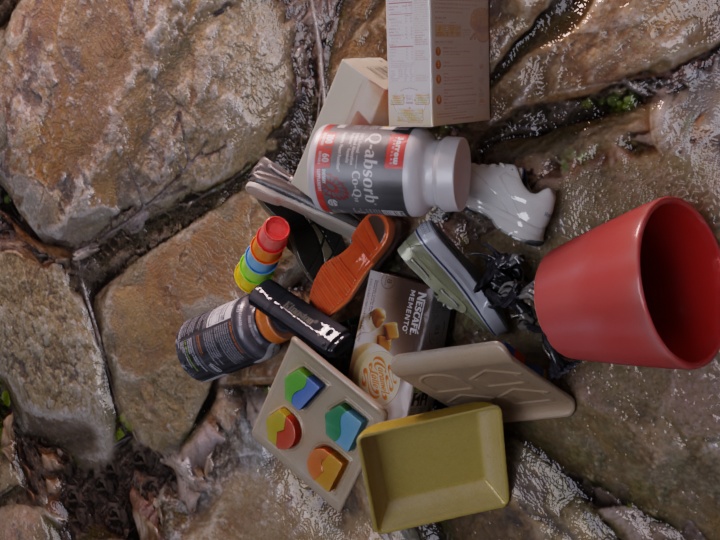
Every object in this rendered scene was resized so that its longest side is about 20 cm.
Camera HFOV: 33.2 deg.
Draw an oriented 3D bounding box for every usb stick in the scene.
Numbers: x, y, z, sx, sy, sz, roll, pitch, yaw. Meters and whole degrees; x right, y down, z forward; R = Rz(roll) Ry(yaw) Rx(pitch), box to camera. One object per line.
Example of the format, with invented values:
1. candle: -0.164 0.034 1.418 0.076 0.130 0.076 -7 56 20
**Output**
1. usb stick: -0.089 0.068 1.759 0.199 0.055 0.033 31 143 40

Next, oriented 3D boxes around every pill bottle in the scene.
1. pill bottle: -0.190 0.101 1.897 0.199 0.106 0.108 -22 86 37
2. pill bottle: 0.039 -0.131 1.582 0.197 0.116 0.118 4 102 20

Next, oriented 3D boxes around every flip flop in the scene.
1. flip flop: -0.092 -0.061 1.820 0.201 0.081 0.058 51 160 7

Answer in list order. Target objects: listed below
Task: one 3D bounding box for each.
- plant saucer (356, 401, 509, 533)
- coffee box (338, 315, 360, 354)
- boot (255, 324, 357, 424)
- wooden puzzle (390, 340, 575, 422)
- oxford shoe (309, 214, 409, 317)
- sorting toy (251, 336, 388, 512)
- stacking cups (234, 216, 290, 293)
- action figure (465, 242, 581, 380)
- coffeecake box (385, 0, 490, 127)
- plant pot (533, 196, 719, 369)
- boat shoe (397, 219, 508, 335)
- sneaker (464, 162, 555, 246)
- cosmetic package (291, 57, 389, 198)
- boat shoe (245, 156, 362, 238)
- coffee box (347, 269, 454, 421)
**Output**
1. plant saucer: 0.099 0.262 1.663 0.049 0.197 0.202 -106 5 -52
2. coffee box: -0.021 0.180 1.825 0.122 0.044 0.202 -22 86 36
3. boot: -0.079 0.160 1.805 0.198 0.069 0.177 -7 89 33
4. wooden puzzle: 0.166 0.143 1.618 0.183 0.200 0.047 -11 55 37
5. oxford shoe: 0.000 0.000 1.752 0.200 0.072 0.072 -48 61 28
6. sorting toy: -0.066 0.222 1.723 0.184 0.036 0.202 36 121 23
7. stacking cups: -0.140 -0.023 1.810 0.061 0.060 0.200 63 155 9
8. action figure: 0.227 0.035 1.575 0.201 0.118 0.102 54 134 4
9. coffeecake box: 0.103 -0.293 1.575 0.072 0.153 0.203 5 101 35
10. plant pot: 0.320 0.027 1.465 0.176 0.199 0.203 -13 91 45
11. boat shoe: 0.126 0.018 1.625 0.062 0.072 0.200 -34 113 16
12. sneaker: 0.177 -0.110 1.619 0.199 0.074 0.088 32 101 23
13. cosmetic package: -0.006 -0.191 1.708 0.087 0.103 0.202 38 120 23
14. boat shoe: -0.071 -0.107 1.771 0.198 0.067 0.058 24 77 1
15. coffee box: 0.056 0.110 1.707 0.113 0.079 0.203 16 95 32
